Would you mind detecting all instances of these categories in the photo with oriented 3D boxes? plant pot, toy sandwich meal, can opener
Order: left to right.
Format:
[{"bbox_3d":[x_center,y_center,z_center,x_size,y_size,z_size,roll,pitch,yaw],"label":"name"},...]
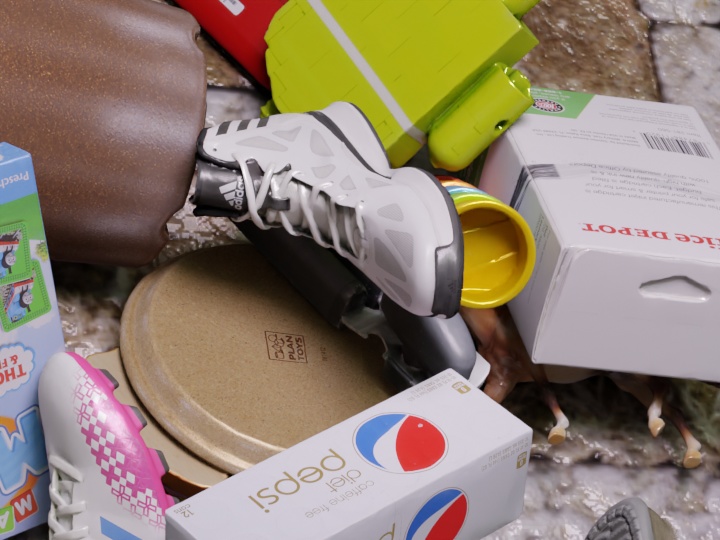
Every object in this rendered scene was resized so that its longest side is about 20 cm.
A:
[{"bbox_3d":[-0.201,-0.090,1.525,0.197,0.200,0.201,11,53,-23],"label":"plant pot"},{"bbox_3d":[-0.055,0.069,1.539,0.204,0.070,0.206,14,41,-12],"label":"toy sandwich meal"},{"bbox_3d":[0.000,0.000,1.541,0.052,0.067,0.200,-23,54,-40],"label":"can opener"}]

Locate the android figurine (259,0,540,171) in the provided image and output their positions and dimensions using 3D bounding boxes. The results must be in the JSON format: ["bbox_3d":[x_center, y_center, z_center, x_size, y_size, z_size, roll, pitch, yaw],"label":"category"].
[{"bbox_3d":[0.024,-0.140,1.639,0.182,0.200,0.041,52,12,27],"label":"android figurine"}]

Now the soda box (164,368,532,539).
[{"bbox_3d":[-0.005,0.126,1.416,0.199,0.064,0.068,-25,45,-34],"label":"soda box"}]

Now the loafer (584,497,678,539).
[{"bbox_3d":[0.169,0.224,1.517,0.069,0.075,0.201,11,59,-34],"label":"loafer"}]

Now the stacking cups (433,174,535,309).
[{"bbox_3d":[0.055,-0.019,1.575,0.060,0.200,0.061,-1,96,-6],"label":"stacking cups"}]

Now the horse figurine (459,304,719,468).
[{"bbox_3d":[0.131,0.056,1.619,0.198,0.050,0.133,0,45,-14],"label":"horse figurine"}]

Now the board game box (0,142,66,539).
[{"bbox_3d":[-0.225,0.052,1.420,0.151,0.201,0.037,-21,24,-31],"label":"board game box"}]

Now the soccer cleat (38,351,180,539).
[{"bbox_3d":[-0.133,0.143,1.419,0.086,0.070,0.201,-26,95,-23],"label":"soccer cleat"}]

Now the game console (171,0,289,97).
[{"bbox_3d":[-0.043,-0.207,1.762,0.200,0.119,0.172,43,85,13],"label":"game console"}]

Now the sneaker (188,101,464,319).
[{"bbox_3d":[-0.027,-0.026,1.464,0.115,0.076,0.201,-7,28,-23],"label":"sneaker"}]

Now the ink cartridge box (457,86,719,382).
[{"bbox_3d":[0.151,-0.024,1.619,0.145,0.085,0.200,6,31,-16],"label":"ink cartridge box"}]
